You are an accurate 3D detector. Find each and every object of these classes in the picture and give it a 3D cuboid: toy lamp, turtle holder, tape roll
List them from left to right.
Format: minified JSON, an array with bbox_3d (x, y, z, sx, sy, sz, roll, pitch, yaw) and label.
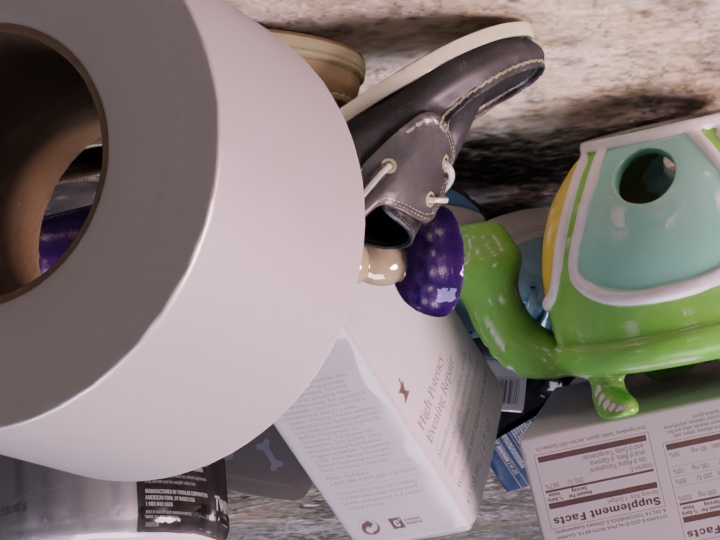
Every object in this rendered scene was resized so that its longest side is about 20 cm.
[{"bbox_3d":[-0.114,-0.026,1.002,0.202,0.204,0.139,-11,165,21],"label":"tape roll"},{"bbox_3d":[-0.053,-0.003,1.148,0.199,0.058,0.058,-1,165,-22],"label":"toy lamp"},{"bbox_3d":[0.147,-0.006,1.298,0.141,0.132,0.185,-18,-174,-43],"label":"turtle holder"}]

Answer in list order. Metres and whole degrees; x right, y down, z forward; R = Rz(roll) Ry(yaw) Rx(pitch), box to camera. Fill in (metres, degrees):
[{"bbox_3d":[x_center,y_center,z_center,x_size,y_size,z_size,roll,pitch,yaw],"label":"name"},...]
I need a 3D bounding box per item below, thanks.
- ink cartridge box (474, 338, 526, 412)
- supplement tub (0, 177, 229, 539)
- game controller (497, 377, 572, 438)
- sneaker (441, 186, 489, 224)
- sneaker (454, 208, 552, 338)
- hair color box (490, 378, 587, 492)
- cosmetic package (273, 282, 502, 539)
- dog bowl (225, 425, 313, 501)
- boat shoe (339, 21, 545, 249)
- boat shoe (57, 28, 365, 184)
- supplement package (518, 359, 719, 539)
[{"bbox_3d":[0.022,0.047,1.514,0.094,0.037,0.200,3,-171,-16],"label":"ink cartridge box"},{"bbox_3d":[-0.129,0.041,1.259,0.122,0.201,0.123,-5,165,-1],"label":"supplement tub"},{"bbox_3d":[0.091,0.044,1.545,0.042,0.105,0.200,22,160,-11],"label":"game controller"},{"bbox_3d":[-0.028,0.001,1.372,0.199,0.087,0.075,-5,164,-6],"label":"sneaker"},{"bbox_3d":[0.112,0.017,1.387,0.199,0.082,0.074,-8,143,-34],"label":"sneaker"},{"bbox_3d":[0.173,0.072,1.669,0.200,0.061,0.100,-21,-162,40],"label":"hair color box"},{"bbox_3d":[-0.006,0.033,1.289,0.074,0.102,0.200,-12,130,25],"label":"cosmetic package"},{"bbox_3d":[-0.045,0.079,1.566,0.199,0.059,0.200,8,-167,-2],"label":"dog bowl"},{"bbox_3d":[0.008,-0.041,1.121,0.200,0.068,0.072,-35,174,-27],"label":"boat shoe"},{"bbox_3d":[-0.095,-0.063,1.136,0.199,0.065,0.072,-6,166,-4],"label":"boat shoe"},{"bbox_3d":[0.198,0.104,1.332,0.199,0.111,0.156,-12,-176,13],"label":"supplement package"}]
